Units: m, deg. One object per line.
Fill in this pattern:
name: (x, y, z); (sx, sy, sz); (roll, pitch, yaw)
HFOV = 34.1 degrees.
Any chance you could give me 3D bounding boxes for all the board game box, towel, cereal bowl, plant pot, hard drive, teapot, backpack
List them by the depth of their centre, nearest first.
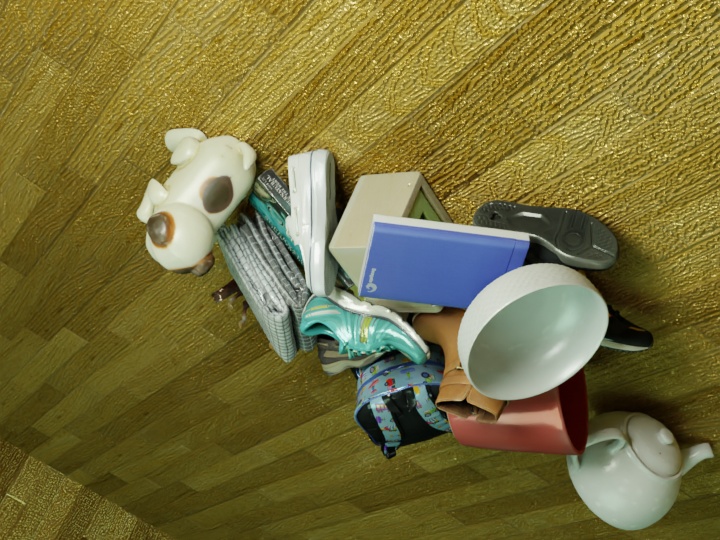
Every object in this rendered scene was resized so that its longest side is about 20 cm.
cereal bowl: (0.210, 0.067, 1.495); (0.198, 0.084, 0.202); (-13, 133, -14)
hard drive: (0.104, -0.007, 1.503); (0.197, 0.026, 0.133); (7, 136, -6)
board game box: (-0.083, -0.047, 1.687); (0.200, 0.028, 0.135); (50, 164, 1)
plant pot: (0.224, 0.175, 1.706); (0.175, 0.202, 0.201); (-8, 139, 21)
towel: (-0.138, 0.020, 1.805); (0.201, 0.085, 0.166); (57, 169, 24)
backpack: (0.072, 0.186, 1.809); (0.180, 0.136, 0.200); (-17, 150, 12)
teapot: (0.423, 0.290, 1.813); (0.197, 0.200, 0.146); (43, 128, 3)

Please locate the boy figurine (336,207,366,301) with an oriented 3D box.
boy figurine: (0.000, 0.000, 1.755); (0.124, 0.064, 0.201); (33, 164, 44)

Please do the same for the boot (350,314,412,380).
boot: (0.039, 0.130, 1.928); (0.198, 0.077, 0.169); (1, 141, 40)

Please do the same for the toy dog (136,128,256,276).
toy dog: (-0.229, -0.084, 1.664); (0.192, 0.202, 0.140); (-2, 142, 38)

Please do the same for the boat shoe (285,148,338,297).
boat shoe: (-0.069, -0.063, 1.596); (0.066, 0.203, 0.074); (-3, 167, 16)

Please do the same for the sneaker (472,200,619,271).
sneaker: (0.249, -0.025, 1.537); (0.197, 0.077, 0.115); (11, 149, 29)

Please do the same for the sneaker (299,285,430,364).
sneaker: (0.006, 0.091, 1.630); (0.198, 0.080, 0.078); (21, 155, 25)

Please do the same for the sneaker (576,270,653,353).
sneaker: (0.307, 0.048, 1.594); (0.198, 0.091, 0.070); (17, -173, 10)

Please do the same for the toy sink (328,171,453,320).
toy sink: (0.067, -0.020, 1.620); (0.111, 0.131, 0.201); (0, 141, 36)

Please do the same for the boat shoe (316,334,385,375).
boat shoe: (-0.007, 0.104, 1.798); (0.199, 0.074, 0.074); (-26, 99, 46)

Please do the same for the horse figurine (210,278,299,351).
horse figurine: (-0.144, 0.064, 1.937); (0.199, 0.133, 0.050); (33, 131, 3)

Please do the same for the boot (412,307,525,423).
boot: (0.135, 0.130, 1.620); (0.198, 0.156, 0.077); (13, 145, 26)
